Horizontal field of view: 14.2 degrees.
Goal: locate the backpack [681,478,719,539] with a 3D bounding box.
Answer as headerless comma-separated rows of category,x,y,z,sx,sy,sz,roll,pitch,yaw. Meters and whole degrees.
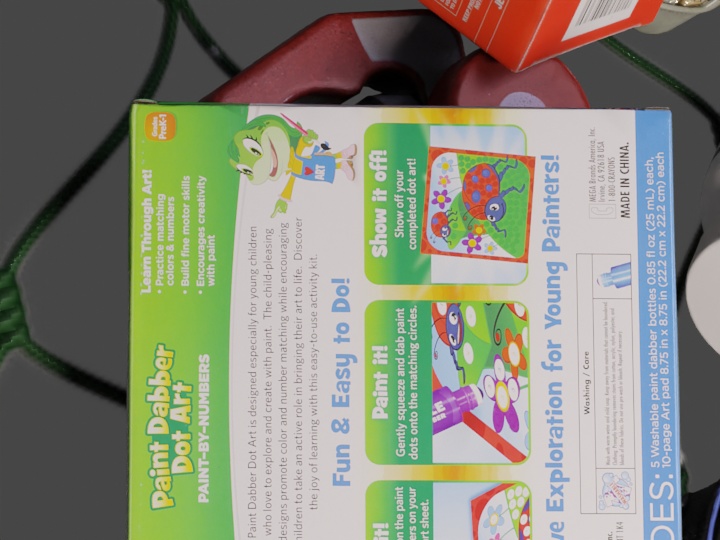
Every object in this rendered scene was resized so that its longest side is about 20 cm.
backpack,0.150,0.207,1.154,0.182,0.134,0.201,35,52,-35

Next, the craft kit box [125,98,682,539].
craft kit box,0.014,0.042,1.025,0.196,0.049,0.201,2,80,-7

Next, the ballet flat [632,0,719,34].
ballet flat,0.095,-0.153,1.276,0.199,0.063,0.068,12,67,-45

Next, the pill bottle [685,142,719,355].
pill bottle,0.224,-0.047,1.345,0.116,0.115,0.200,51,45,-23

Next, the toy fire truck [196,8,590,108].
toy fire truck,0.000,0.000,1.094,0.167,0.112,0.201,-6,80,-30

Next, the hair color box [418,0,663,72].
hair color box,0.025,-0.165,1.121,0.200,0.061,0.101,40,36,22
